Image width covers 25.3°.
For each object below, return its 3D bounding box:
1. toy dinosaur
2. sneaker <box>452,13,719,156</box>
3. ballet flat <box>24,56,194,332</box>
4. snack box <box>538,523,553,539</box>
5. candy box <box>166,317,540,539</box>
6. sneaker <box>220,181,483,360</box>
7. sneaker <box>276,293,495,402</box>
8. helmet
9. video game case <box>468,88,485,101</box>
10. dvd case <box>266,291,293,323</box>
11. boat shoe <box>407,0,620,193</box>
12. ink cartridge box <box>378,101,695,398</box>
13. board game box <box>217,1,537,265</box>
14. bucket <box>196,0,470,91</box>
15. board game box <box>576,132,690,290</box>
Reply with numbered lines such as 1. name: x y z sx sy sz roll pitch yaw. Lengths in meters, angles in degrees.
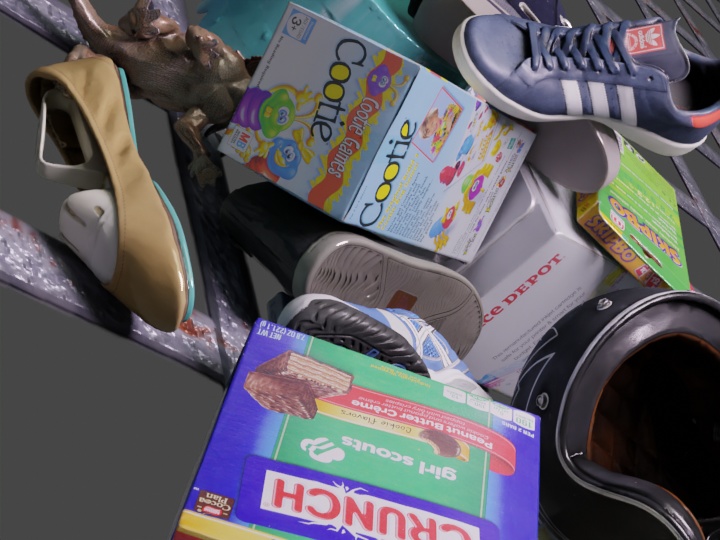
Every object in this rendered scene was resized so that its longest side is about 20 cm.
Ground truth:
1. toy dinosaur: -0.119 -0.130 1.049 0.199 0.086 0.136 31 13 -1
2. sneaker: 0.157 -0.135 1.027 0.199 0.084 0.075 10 61 -25
3. ballet flat: -0.147 -0.042 0.900 0.063 0.069 0.201 -1 46 -26
4. snack box: 0.072 0.214 0.875 0.200 0.037 0.117 -6 62 -55
5. candy box: -0.002 0.122 0.790 0.168 0.077 0.200 19 27 -2
6. sneaker: 0.000 0.000 1.050 0.106 0.075 0.200 39 3 39
7. sneaker: 0.008 0.059 0.958 0.200 0.076 0.077 37 17 -50
8. helmet: 0.184 0.111 0.997 0.191 0.201 0.200 44 18 30
9. video game case: 0.125 -0.108 1.375 0.181 0.024 0.201 19 67 -39
10. dvd case: 0.005 0.113 0.968 0.142 0.018 0.201 36 25 -29
11. boat shoe: 0.130 -0.146 1.129 0.092 0.075 0.200 -27 70 -38
12. ink cartridge box: 0.128 -0.003 1.205 0.200 0.145 0.145 26 32 -44
13. board game box: 0.016 -0.083 1.033 0.103 0.105 0.200 30 6 26
14. bucket: -0.010 -0.173 1.232 0.207 0.135 0.208 40 26 -24
15. board game box: 0.197 -0.045 1.174 0.095 0.030 0.200 43 21 -13
